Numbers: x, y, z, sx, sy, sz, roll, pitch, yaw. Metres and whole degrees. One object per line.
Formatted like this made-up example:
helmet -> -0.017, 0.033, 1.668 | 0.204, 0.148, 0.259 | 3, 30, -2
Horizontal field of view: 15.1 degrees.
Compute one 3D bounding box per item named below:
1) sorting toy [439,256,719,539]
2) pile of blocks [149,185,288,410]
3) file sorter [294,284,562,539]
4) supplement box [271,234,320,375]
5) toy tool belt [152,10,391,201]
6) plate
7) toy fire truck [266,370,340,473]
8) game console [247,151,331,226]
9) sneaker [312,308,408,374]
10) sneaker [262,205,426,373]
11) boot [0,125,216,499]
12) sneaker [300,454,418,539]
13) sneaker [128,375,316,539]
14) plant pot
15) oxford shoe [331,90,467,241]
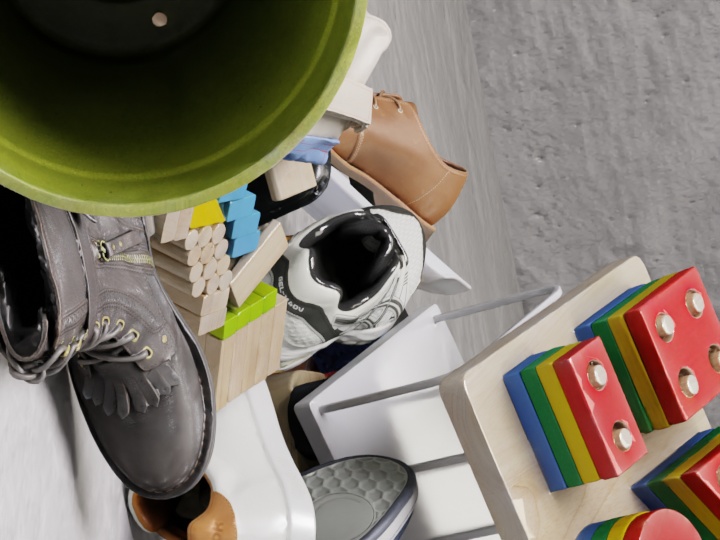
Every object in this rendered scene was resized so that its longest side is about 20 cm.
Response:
sorting toy -> 0.158, 0.110, 1.509 | 0.200, 0.069, 0.200 | -31, 100, -50
pile of blocks -> -0.089, -0.013, 1.408 | 0.082, 0.062, 0.201 | -50, 150, -26
file sorter -> 0.084, 0.125, 1.570 | 0.139, 0.124, 0.201 | -36, 104, -48
supplement box -> -0.050, 0.048, 1.780 | 0.200, 0.068, 0.067 | -78, 161, -62
toy tool belt -> -0.085, -0.093, 1.411 | 0.125, 0.199, 0.124 | 37, -64, 42
plate -> -0.015, -0.046, 1.890 | 0.199, 0.032, 0.200 | 40, 3, 9
toy fire truck -> 0.012, 0.154, 1.647 | 0.200, 0.128, 0.177 | 11, 69, -56
game console -> -0.061, -0.089, 1.663 | 0.116, 0.175, 0.201 | 28, 49, -45
sneaker -> 0.014, 0.080, 1.720 | 0.078, 0.070, 0.201 | -70, 153, -56
sneaker -> 0.000, 0.000, 1.582 | 0.076, 0.088, 0.200 | 53, 33, 1
boot -> -0.132, 0.026, 1.249 | 0.174, 0.069, 0.201 | -45, 119, -77
sneaker -> -0.032, 0.207, 1.499 | 0.202, 0.077, 0.147 | -44, 138, -29
sneaker -> -0.090, 0.095, 1.462 | 0.200, 0.084, 0.073 | -125, -138, -58
plant pot -> -0.104, -0.142, 1.188 | 0.193, 0.199, 0.202 | -112, -167, -76
oxford shoe -> -0.004, -0.098, 1.809 | 0.200, 0.071, 0.071 | 38, 5, -38
